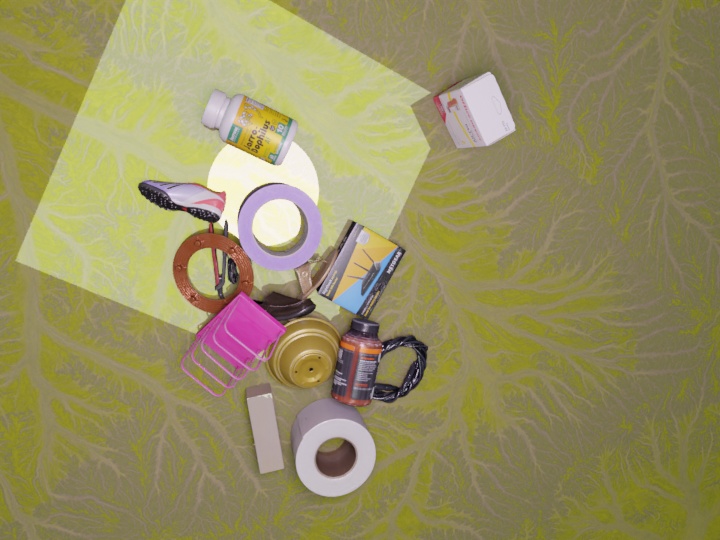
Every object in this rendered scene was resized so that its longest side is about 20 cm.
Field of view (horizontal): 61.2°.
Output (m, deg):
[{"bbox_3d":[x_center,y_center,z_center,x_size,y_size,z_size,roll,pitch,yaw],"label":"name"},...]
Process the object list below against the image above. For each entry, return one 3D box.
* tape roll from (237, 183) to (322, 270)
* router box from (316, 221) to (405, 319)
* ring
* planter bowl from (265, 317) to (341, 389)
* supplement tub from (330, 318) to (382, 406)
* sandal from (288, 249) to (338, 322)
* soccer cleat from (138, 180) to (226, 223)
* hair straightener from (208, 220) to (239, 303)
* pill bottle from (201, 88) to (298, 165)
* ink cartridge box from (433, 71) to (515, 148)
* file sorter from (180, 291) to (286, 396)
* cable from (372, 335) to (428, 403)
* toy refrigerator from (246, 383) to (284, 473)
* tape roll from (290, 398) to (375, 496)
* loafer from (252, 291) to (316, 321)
[{"bbox_3d":[-0.193,-0.105,1.444,0.198,0.085,0.202,-2,99,-11],"label":"tape roll"},{"bbox_3d":[0.000,0.000,1.518,0.148,0.051,0.201,28,95,-15],"label":"router box"},{"bbox_3d":[-0.348,0.011,1.429,0.198,0.019,0.203,2,110,5],"label":"ring"},{"bbox_3d":[-0.128,0.224,1.492,0.198,0.084,0.203,-7,114,-16],"label":"planter bowl"},{"bbox_3d":[-0.005,0.223,1.494,0.106,0.107,0.202,10,94,-13],"label":"supplement tub"},{"bbox_3d":[-0.139,0.023,1.482,0.069,0.078,0.213,32,98,-16],"label":"sandal"},{"bbox_3d":[-0.409,-0.174,1.404,0.198,0.068,0.074,18,63,-4],"label":"soccer cleat"},{"bbox_3d":[-0.316,-0.019,1.454,0.076,0.041,0.202,-5,100,-11],"label":"hair straightener"},{"bbox_3d":[-0.251,-0.328,1.379,0.198,0.113,0.114,24,94,-15],"label":"pill bottle"},{"bbox_3d":[0.264,-0.373,1.436,0.083,0.200,0.146,-30,104,-5],"label":"ink cartridge box"},{"bbox_3d":[-0.297,0.179,1.402,0.139,0.126,0.200,41,124,-15],"label":"file sorter"},{"bbox_3d":[0.094,0.255,1.584,0.198,0.051,0.165,-25,104,-8],"label":"cable"},{"bbox_3d":[-0.242,0.395,1.523,0.069,0.076,0.202,-10,102,-10],"label":"toy refrigerator"},{"bbox_3d":[-0.072,0.442,1.535,0.200,0.139,0.205,-2,100,-11],"label":"tape roll"},{"bbox_3d":[-0.200,0.085,1.447,0.198,0.073,0.072,-11,88,22],"label":"loafer"}]
